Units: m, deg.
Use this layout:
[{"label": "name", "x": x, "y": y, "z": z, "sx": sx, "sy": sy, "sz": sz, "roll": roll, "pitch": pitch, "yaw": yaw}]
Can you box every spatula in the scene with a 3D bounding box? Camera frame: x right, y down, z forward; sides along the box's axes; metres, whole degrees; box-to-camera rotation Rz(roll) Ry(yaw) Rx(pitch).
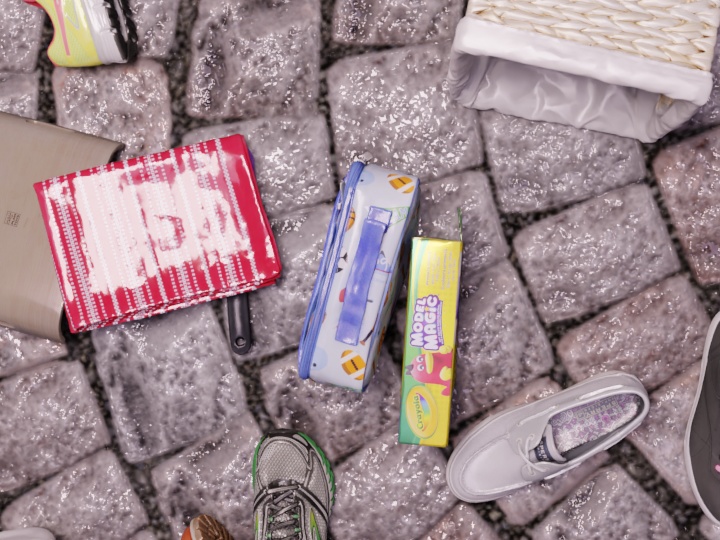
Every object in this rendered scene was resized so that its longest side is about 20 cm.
[{"label": "spatula", "x": -0.120, "y": -0.021, "z": 0.944, "sx": 0.056, "sy": 0.021, "sz": 0.201, "roll": -6, "pitch": 93, "yaw": -2}]

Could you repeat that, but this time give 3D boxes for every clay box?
[{"label": "clay box", "x": 0.064, "y": 0.044, "z": 0.884, "sx": 0.047, "sy": 0.115, "sz": 0.201, "roll": 3, "pitch": 91, "yaw": 6}]

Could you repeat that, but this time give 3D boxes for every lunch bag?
[{"label": "lunch bag", "x": 0.000, "y": 0.000, "z": 0.865, "sx": 0.075, "sy": 0.160, "sz": 0.201, "roll": 14, "pitch": 94, "yaw": 4}]

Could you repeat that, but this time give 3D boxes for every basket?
[{"label": "basket", "x": 0.183, "y": -0.213, "z": 0.827, "sx": 0.199, "sy": 0.198, "sz": 0.162, "roll": 12, "pitch": 89, "yaw": 5}]

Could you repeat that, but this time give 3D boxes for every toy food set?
[{"label": "toy food set", "x": -0.319, "y": -0.045, "z": 0.949, "sx": 0.143, "sy": 0.060, "sz": 0.201, "roll": 15, "pitch": 85, "yaw": 4}]

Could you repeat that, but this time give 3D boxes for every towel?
[{"label": "towel", "x": -0.183, "y": -0.035, "z": 0.912, "sx": 0.199, "sy": 0.022, "sz": 0.145, "roll": -14, "pitch": 88, "yaw": -7}]

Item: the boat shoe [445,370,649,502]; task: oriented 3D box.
[{"label": "boat shoe", "x": 0.169, "y": 0.155, "z": 0.901, "sx": 0.199, "sy": 0.069, "sz": 0.072, "roll": -22, "pitch": 90, "yaw": 5}]

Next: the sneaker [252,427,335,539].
[{"label": "sneaker", "x": -0.062, "y": 0.244, "z": 0.916, "sx": 0.078, "sy": 0.085, "sz": 0.201, "roll": -5, "pitch": 91, "yaw": 5}]

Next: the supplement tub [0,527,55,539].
[{"label": "supplement tub", "x": -0.327, "y": 0.351, "z": 0.920, "sx": 0.131, "sy": 0.132, "sz": 0.201, "roll": -12, "pitch": 90, "yaw": 5}]

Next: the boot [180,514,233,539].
[{"label": "boot", "x": -0.144, "y": 0.332, "z": 0.935, "sx": 0.107, "sy": 0.075, "sz": 0.201, "roll": -19, "pitch": 91, "yaw": 10}]

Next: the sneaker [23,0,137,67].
[{"label": "sneaker", "x": -0.277, "y": -0.281, "z": 0.924, "sx": 0.090, "sy": 0.078, "sz": 0.201, "roll": -15, "pitch": 89, "yaw": 12}]

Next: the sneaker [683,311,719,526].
[{"label": "sneaker", "x": 0.332, "y": 0.134, "z": 0.872, "sx": 0.070, "sy": 0.099, "sz": 0.201, "roll": 5, "pitch": 93, "yaw": 3}]
